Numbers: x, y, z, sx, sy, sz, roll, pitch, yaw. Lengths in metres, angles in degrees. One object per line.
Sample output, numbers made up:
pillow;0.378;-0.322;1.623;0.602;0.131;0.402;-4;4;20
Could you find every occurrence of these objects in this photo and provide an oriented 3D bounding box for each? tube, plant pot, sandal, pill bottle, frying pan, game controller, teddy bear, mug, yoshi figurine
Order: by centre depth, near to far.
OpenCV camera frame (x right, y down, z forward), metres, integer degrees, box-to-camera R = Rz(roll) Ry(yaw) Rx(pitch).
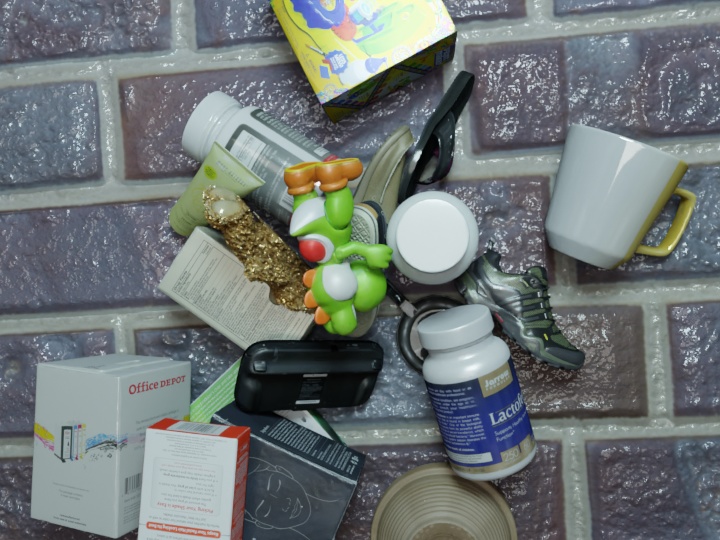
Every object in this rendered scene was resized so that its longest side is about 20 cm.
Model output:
yoshi figurine;-0.020;-0.029;0.825;0.111;0.112;0.201;-8;102;-2
teddy bear;-0.123;-0.021;0.858;0.067;0.200;0.145;-43;44;0
pill bottle;0.089;-0.039;0.878;0.112;0.200;0.113;0;90;5
mug;0.323;-0.079;0.886;0.186;0.149;0.154;23;101;12
pill bottle;0.144;0.152;0.899;0.115;0.116;0.201;-17;101;6
tube;-0.195;-0.100;0.918;0.058;0.200;0.052;-1;73;-35
sandal;0.108;-0.170;0.921;0.048;0.075;0.201;27;80;14
game controller;-0.064;0.138;0.924;0.199;0.042;0.105;4;125;-28
plant pot;0.109;0.366;0.934;0.200;0.093;0.202;0;91;6
pill bottle;-0.128;-0.146;0.944;0.200;0.114;0.114;33;94;5
frying pan;0.090;0.056;0.967;0.115;0.031;0.191;-24;91;4

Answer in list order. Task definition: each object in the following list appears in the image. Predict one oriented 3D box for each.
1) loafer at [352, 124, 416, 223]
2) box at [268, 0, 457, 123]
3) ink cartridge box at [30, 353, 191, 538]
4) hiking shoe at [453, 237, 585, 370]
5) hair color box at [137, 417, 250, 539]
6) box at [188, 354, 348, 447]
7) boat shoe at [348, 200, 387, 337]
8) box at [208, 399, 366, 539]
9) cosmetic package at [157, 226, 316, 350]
loafer;0.025;-0.099;0.952;0.067;0.076;0.201;29;106;-3
box;-0.004;-0.336;0.927;0.192;0.122;0.201;-28;88;5
ink cartridge box;-0.326;0.219;0.937;0.144;0.147;0.201;3;91;23
hiking shoe;0.224;0.047;0.927;0.200;0.076;0.101;38;97;5
hair color box;-0.195;0.282;0.826;0.110;0.064;0.201;5;90;6
box;-0.133;0.225;0.987;0.144;0.036;0.200;-42;87;5
boat shoe;0.000;0.000;0.913;0.074;0.062;0.201;17;124;19
box;-0.122;0.301;0.907;0.196;0.124;0.201;24;94;5
cosmetic package;-0.156;0.037;0.961;0.200;0.087;0.104;36;95;4
